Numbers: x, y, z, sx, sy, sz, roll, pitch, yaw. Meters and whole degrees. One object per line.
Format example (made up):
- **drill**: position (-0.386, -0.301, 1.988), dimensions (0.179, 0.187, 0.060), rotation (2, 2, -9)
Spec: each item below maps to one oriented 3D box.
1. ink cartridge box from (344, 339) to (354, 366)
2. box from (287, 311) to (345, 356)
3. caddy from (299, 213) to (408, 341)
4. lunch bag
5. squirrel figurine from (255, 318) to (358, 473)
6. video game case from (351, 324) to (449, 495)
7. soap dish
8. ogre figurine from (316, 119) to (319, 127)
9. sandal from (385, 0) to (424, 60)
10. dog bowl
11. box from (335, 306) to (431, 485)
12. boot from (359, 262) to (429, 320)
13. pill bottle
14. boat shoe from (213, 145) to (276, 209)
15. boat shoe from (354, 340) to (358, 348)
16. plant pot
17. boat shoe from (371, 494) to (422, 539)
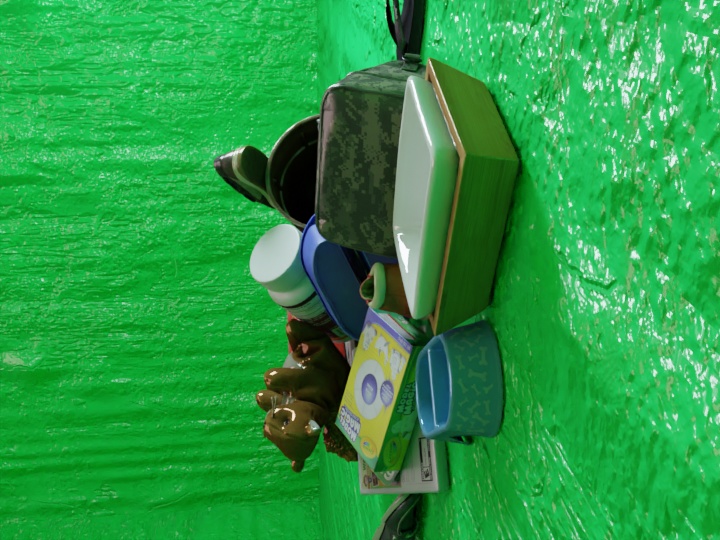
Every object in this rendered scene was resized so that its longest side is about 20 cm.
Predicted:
- **ink cartridge box**: position (0.012, 0.132, 1.354), dimensions (0.148, 0.081, 0.204), rotation (100, 166, -62)
- **box**: position (-0.078, 0.151, 1.368), dimensions (0.202, 0.097, 0.097), rotation (-101, 9, -52)
- **caddy**: position (0.000, 0.000, 1.082), dimensions (0.203, 0.140, 0.105), rotation (63, 175, -19)
- **lunch bag**: position (0.035, -0.134, 0.899), dimensions (0.168, 0.137, 0.204), rotation (-50, -32, -56)
- **squirrel figurine**: position (-0.060, 0.207, 1.149), dimensions (0.143, 0.197, 0.188), rotation (-59, 14, 28)
- **video game case**: position (0.048, 0.189, 1.019), dimensions (0.181, 0.022, 0.205), rotation (-25, 65, 54)
- **soap dish**: position (0.083, -0.067, 0.717), dimensions (0.159, 0.079, 0.203), rotation (-100, 11, -48)
- **ogre figurine**: position (0.002, -0.160, 1.079), dimensions (0.098, 0.117, 0.205), rotation (108, 158, -72)
- **sandal**: position (0.056, -0.322, 1.030), dimensions (0.077, 0.042, 0.204), rotation (-104, 14, -60)
- **dog bowl**: position (0.095, 0.119, 0.792), dimensions (0.200, 0.048, 0.114), rotation (112, 156, -72)
- **box**: position (0.026, 0.163, 0.994), dimensions (0.117, 0.048, 0.204), rotation (38, 119, 54)
- **boot**: position (0.048, 0.020, 0.937), dimensions (0.200, 0.105, 0.077), rotation (116, 150, -79)
- **pill bottle**: position (-0.074, 0.021, 1.190), dimensions (0.200, 0.113, 0.116), rotation (42, -149, -45)
- **boat shoe**: position (-0.166, -0.147, 1.225), dimensions (0.201, 0.065, 0.073), rotation (33, -117, -69)
- **boat shoe**: position (0.026, 0.076, 1.266), dimensions (0.065, 0.071, 0.203), rotation (40, -145, -44)
- **plant pot**: position (-0.034, -0.114, 1.253), dimensions (0.199, 0.196, 0.204), rotation (68, -165, -66)
- **boat shoe**: position (0.067, 0.373, 1.138), dimensions (0.061, 0.073, 0.202), rotation (38, 142, 18)
